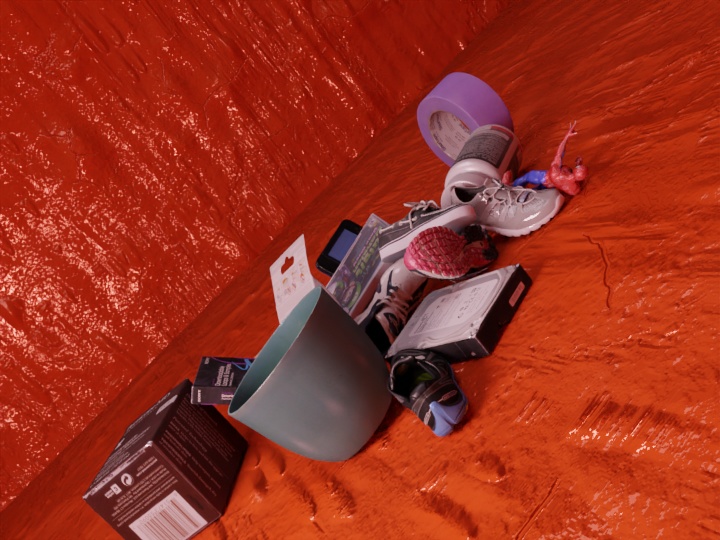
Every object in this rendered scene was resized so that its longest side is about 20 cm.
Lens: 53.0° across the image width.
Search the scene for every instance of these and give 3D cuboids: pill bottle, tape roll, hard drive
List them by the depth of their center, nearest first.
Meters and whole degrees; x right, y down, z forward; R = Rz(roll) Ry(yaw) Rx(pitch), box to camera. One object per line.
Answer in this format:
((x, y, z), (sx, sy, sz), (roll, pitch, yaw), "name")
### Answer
((0.129, 0.068, 0.988), (0.140, 0.038, 0.199), (-51, 15, -32), "hard drive")
((0.215, -0.166, 1.286), (0.113, 0.114, 0.201), (-30, 18, 41), "pill bottle")
((0.218, -0.304, 1.513), (0.085, 0.201, 0.199), (-46, 14, -19), "tape roll")

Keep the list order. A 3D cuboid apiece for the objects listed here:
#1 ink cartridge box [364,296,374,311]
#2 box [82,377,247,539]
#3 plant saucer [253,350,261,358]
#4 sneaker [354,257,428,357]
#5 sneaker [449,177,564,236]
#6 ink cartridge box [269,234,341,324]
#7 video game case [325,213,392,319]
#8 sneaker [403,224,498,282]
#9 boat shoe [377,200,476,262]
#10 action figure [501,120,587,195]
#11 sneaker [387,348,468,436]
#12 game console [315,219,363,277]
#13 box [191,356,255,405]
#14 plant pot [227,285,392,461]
((-0.037, 0.090, 1.371), (0.161, 0.050, 0.201), (-33, 14, 38), "ink cartridge box")
((-0.313, 0.326, 1.190), (0.165, 0.165, 0.201), (-38, 14, 15), "box")
((-0.187, 0.200, 1.490), (0.199, 0.038, 0.201), (-41, 14, 12), "plant saucer")
((0.053, 0.065, 1.127), (0.199, 0.080, 0.129), (-44, 15, -6), "sneaker")
((0.216, -0.104, 1.115), (0.197, 0.083, 0.075), (-5, 35, 42), "sneaker")
((-0.086, 0.063, 1.184), (0.046, 0.205, 0.160), (-5, -17, -30), "ink cartridge box")
((0.000, 0.000, 1.342), (0.202, 0.023, 0.182), (-57, 22, 5), "video game case")
((0.129, -0.014, 1.067), (0.074, 0.082, 0.197), (-37, -21, 36), "sneaker")
((0.099, -0.075, 1.143), (0.072, 0.070, 0.198), (-3, -16, -36), "boat shoe")
((0.300, -0.162, 1.120), (0.101, 0.064, 0.200), (-61, 16, -5), "action figure")
((0.071, 0.128, 0.869), (0.071, 0.083, 0.200), (-46, 12, 1), "sneaker")
((0.022, -0.059, 1.528), (0.120, 0.168, 0.201), (-64, -3, 37), "game console")
((-0.187, 0.191, 1.253), (0.194, 0.037, 0.143), (1, 13, -7), "box")
((-0.053, 0.151, 0.951), (0.201, 0.160, 0.201), (-49, 11, 13), "plant pot")
